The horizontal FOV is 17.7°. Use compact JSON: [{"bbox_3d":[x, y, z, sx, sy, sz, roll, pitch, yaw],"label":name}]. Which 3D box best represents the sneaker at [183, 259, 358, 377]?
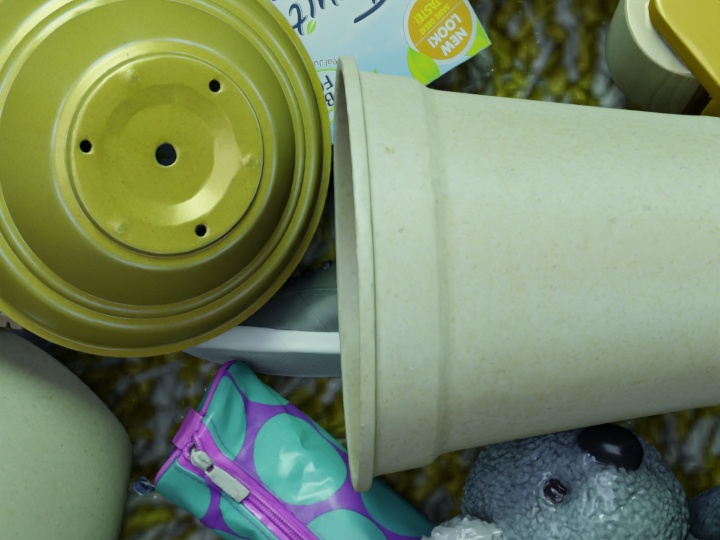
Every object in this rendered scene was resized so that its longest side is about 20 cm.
[{"bbox_3d":[0.000,0.000,1.203,0.199,0.071,0.100,-4,77,12],"label":"sneaker"}]

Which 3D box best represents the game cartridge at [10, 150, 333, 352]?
[{"bbox_3d":[-0.127,-0.056,1.240,0.200,0.038,0.130,-34,79,7],"label":"game cartridge"}]

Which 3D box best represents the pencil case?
[{"bbox_3d":[-0.015,0.139,1.182,0.200,0.092,0.085,39,106,7],"label":"pencil case"}]

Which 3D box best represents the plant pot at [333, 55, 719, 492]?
[{"bbox_3d":[0.083,-0.003,1.070,0.183,0.200,0.201,-3,88,-3],"label":"plant pot"}]

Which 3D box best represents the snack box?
[{"bbox_3d":[-0.061,-0.134,1.162,0.200,0.068,0.169,-32,101,-12],"label":"snack box"}]

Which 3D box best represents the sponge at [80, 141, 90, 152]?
[{"bbox_3d":[-0.221,-0.077,1.169,0.112,0.030,0.200,-46,70,15],"label":"sponge"}]

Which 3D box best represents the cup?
[{"bbox_3d":[-0.199,0.115,1.181,0.200,0.200,0.143,37,69,9],"label":"cup"}]

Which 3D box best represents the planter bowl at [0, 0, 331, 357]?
[{"bbox_3d":[-0.098,-0.055,1.076,0.199,0.083,0.201,-2,95,-17],"label":"planter bowl"}]

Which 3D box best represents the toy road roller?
[{"bbox_3d":[0.231,-0.097,1.140,0.146,0.123,0.200,-41,83,-8],"label":"toy road roller"}]

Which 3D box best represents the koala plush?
[{"bbox_3d":[0.135,0.138,1.124,0.199,0.178,0.184,19,134,14],"label":"koala plush"}]

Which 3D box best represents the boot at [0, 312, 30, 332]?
[{"bbox_3d":[-0.174,-0.023,1.195,0.199,0.075,0.108,13,91,16],"label":"boot"}]
